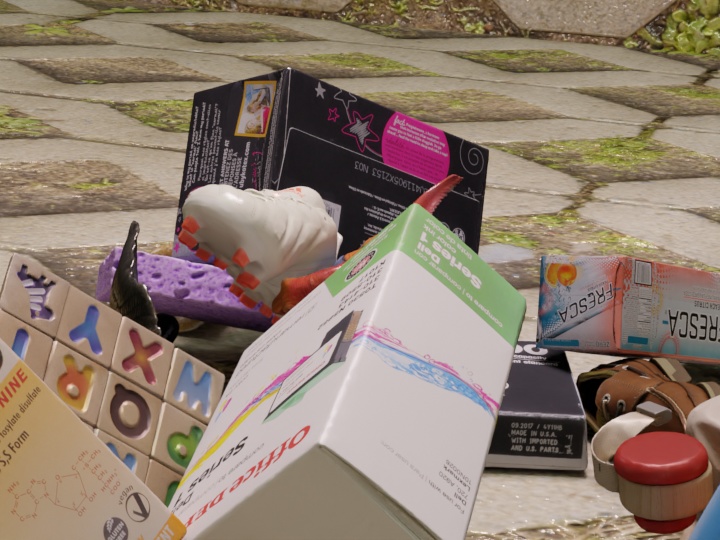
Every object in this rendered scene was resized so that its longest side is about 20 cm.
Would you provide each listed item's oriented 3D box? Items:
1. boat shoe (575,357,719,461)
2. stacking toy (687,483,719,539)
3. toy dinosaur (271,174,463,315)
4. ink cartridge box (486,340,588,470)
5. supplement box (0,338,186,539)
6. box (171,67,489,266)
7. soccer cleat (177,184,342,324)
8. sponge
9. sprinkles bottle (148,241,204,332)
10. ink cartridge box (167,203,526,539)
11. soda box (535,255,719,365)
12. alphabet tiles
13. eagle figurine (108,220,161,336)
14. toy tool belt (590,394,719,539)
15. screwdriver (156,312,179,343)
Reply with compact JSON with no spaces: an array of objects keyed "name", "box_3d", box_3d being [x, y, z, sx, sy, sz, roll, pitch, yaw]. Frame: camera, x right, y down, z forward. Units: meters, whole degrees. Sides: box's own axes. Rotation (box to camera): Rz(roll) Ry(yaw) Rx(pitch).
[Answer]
[{"name":"boat shoe","box_3d":[0.175,0.097,1.115,0.068,0.072,0.200,1,4,-4]},{"name":"stacking toy","box_3d":[0.242,0.158,0.867,0.200,0.110,0.116,2,26,-47]},{"name":"toy dinosaur","box_3d":[0.000,0.000,1.124,0.105,0.201,0.182,-2,-22,11]},{"name":"ink cartridge box","box_3d":[0.042,0.075,1.211,0.197,0.044,0.200,2,14,-1]},{"name":"supplement box","box_3d":[-0.184,0.090,0.753,0.073,0.200,0.126,-26,23,46]},{"name":"box","box_3d":[-0.021,-0.045,1.314,0.200,0.133,0.115,18,-17,-38]},{"name":"soccer cleat","box_3d":[-0.055,-0.024,1.090,0.069,0.078,0.200,33,-8,15]},{"name":"sponge","box_3d":[-0.081,0.021,1.278,0.199,0.030,0.112,10,-9,-12]},{"name":"sprinkles bottle","box_3d":[-0.105,-0.009,1.442,0.068,0.069,0.200,8,17,18]},{"name":"ink cartridge box","box_3d":[-0.011,0.082,0.865,0.084,0.145,0.200,41,33,-13]},{"name":"soda box","box_3d":[0.202,0.030,1.255,0.068,0.064,0.200,1,-5,40]},{"name":"alphabet tiles","box_3d":[-0.155,0.073,0.857,0.200,0.168,0.008,33,-43,-29]},{"name":"eagle figurine","box_3d":[-0.132,0.071,1.055,0.151,0.151,0.200,-23,39,-37]},{"name":"toy tool belt","box_3d":[0.216,0.125,0.949,0.199,0.123,0.125,-17,21,-31]},{"name":"screwdriver","box_3d":[-0.154,0.062,1.240,0.028,0.029,0.200,4,11,6]}]
